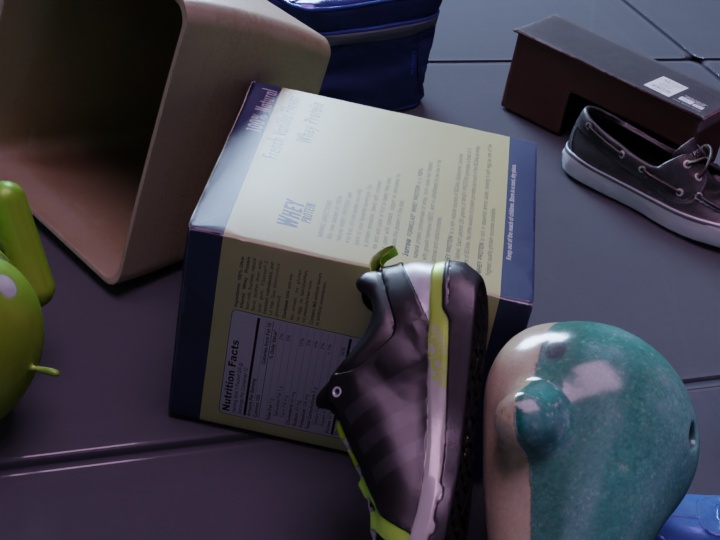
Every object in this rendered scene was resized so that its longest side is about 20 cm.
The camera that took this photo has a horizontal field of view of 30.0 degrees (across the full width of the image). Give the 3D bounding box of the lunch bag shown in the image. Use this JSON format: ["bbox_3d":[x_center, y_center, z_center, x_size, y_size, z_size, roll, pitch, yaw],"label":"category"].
[{"bbox_3d":[-0.032,-0.222,1.185,0.198,0.134,0.136,-16,41,-37],"label":"lunch bag"}]

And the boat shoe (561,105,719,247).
[{"bbox_3d":[0.263,-0.082,1.124,0.199,0.067,0.070,30,37,27],"label":"boat shoe"}]

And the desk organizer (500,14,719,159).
[{"bbox_3d":[0.228,-0.152,1.210,0.199,0.078,0.071,32,38,29],"label":"desk organizer"}]

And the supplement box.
[{"bbox_3d":[0.000,0.000,0.850,0.197,0.136,0.201,12,33,0],"label":"supplement box"}]

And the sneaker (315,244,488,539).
[{"bbox_3d":[0.017,0.086,0.696,0.082,0.072,0.203,4,68,14],"label":"sneaker"}]

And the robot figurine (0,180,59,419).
[{"bbox_3d":[-0.259,0.019,0.758,0.199,0.117,0.174,35,42,31],"label":"robot figurine"}]

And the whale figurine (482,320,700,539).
[{"bbox_3d":[0.119,0.118,0.690,0.103,0.160,0.201,-8,41,25],"label":"whale figurine"}]

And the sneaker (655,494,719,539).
[{"bbox_3d":[0.241,0.148,0.754,0.197,0.079,0.066,15,34,8],"label":"sneaker"}]

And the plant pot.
[{"bbox_3d":[-0.139,-0.132,0.972,0.176,0.202,0.199,-8,36,-46],"label":"plant pot"}]
